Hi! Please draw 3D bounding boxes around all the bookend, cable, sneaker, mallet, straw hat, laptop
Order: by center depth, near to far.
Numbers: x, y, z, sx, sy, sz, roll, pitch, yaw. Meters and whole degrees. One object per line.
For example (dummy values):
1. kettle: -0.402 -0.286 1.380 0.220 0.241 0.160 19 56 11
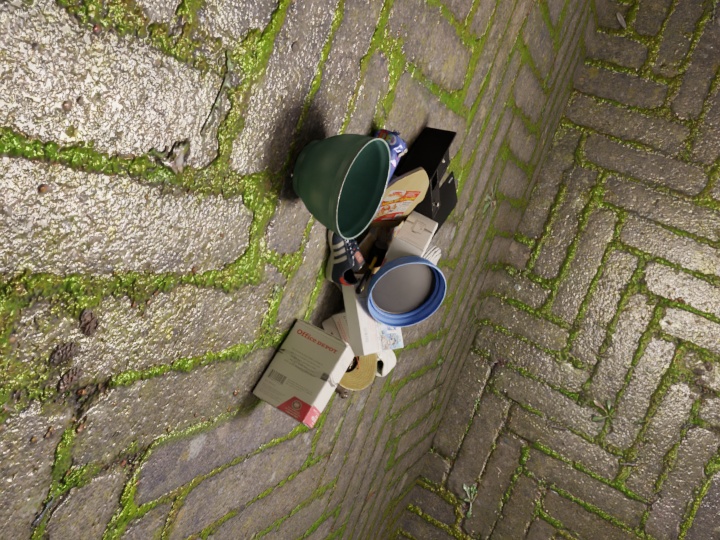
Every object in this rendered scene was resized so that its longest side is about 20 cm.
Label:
1. sneaker: -0.026 -0.050 1.469 0.075 0.084 0.201 -43 149 -44
2. mallet: 0.026 -0.010 1.533 0.200 0.041 0.066 -60 172 -62
3. straw hat: -0.049 0.233 1.686 0.085 0.202 0.201 -28 -172 42
4. bookend: 0.188 -0.244 1.717 0.201 0.091 0.199 80 33 -48
5. sneaker: 0.049 0.218 1.840 0.080 0.070 0.202 -47 121 -55
6. laptop: 0.209 -0.177 1.911 0.178 0.103 0.200 -52 -165 -32
7. cable: 0.177 0.004 1.982 0.200 0.069 0.201 -49 166 -31

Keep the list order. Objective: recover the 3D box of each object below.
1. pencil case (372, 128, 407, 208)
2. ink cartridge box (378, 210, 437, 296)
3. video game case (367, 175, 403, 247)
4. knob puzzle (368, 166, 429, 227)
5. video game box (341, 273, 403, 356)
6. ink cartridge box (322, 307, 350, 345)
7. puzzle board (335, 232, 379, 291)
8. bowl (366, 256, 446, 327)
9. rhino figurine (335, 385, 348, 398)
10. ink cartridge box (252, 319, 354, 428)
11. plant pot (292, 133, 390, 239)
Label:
1. pencil case: 0.038 -0.224 1.443 0.201 0.086 0.078 -65 162 -1
2. ink cartridge box: 0.119 -0.048 1.629 0.147 0.082 0.200 -65 175 29
3. video game case: 0.084 -0.142 1.716 0.201 0.023 0.182 -67 158 2
4. knob puzzle: 0.089 -0.185 1.556 0.219 0.031 0.220 -29 157 -14
5. video game box: 0.031 0.108 1.605 0.182 0.047 0.202 0 80 -52
6. ink cartridge box: 0.000 0.145 1.657 0.200 0.067 0.118 -28 98 -48
7. puzzle board: 0.000 0.000 1.646 0.151 0.017 0.200 -51 155 -8
8. bowl: 0.110 0.051 1.542 0.199 0.039 0.202 -8 128 -11
9. rhino figurine: -0.033 0.259 1.799 0.201 0.059 0.087 -65 150 -13
10. ink cartridge box: -0.126 0.233 1.439 0.201 0.145 0.085 -59 158 -16
11. plant pot: -0.047 -0.178 1.226 0.201 0.133 0.201 -50 154 -36
